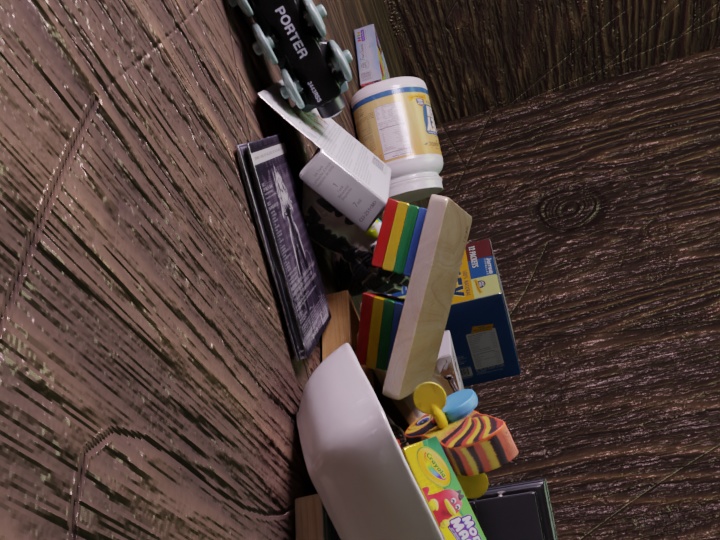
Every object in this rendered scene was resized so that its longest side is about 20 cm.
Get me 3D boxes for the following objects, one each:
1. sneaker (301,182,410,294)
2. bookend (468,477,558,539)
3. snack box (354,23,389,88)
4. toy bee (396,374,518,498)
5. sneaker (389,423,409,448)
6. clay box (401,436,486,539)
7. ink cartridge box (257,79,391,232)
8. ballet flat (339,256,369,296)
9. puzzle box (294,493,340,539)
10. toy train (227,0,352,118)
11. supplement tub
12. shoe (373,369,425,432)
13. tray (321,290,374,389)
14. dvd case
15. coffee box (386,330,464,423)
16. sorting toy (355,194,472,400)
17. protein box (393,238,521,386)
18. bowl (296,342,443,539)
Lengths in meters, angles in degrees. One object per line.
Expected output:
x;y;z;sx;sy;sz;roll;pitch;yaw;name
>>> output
0.003;-0.046;1.041;0.200;0.077;0.080;43;18;-37;sneaker
0.153;0.334;1.147;0.200;0.195;0.094;43;36;-72;bookend
0.033;-0.412;1.894;0.143;0.052;0.202;69;12;-48;snack box
0.092;0.186;0.942;0.132;0.108;0.200;59;-7;11;toy bee
0.049;0.276;0.996;0.076;0.069;0.202;73;10;-49;sneaker
0.083;0.282;0.867;0.202;0.047;0.115;63;-30;24;clay box
-0.043;-0.134;0.977;0.173;0.044;0.200;38;15;-8;ink cartridge box
0.000;0.000;1.179;0.058;0.066;0.200;-64;171;5;ballet flat
-0.019;0.298;0.692;0.134;0.025;0.202;67;14;-46;puzzle box
-0.076;-0.255;0.913;0.202;0.084;0.114;60;3;-23;toy train
0.069;-0.231;1.582;0.145;0.142;0.204;15;62;-79;supplement tub
0.055;0.153;1.077;0.201;0.053;0.070;57;-17;28;shoe
-0.012;0.130;0.933;0.202;0.036;0.099;-92;166;-45;tray
-0.071;-0.029;0.855;0.149;0.016;0.203;-60;137;-76;dvd case
0.098;0.203;1.263;0.080;0.112;0.203;-81;157;-67;coffee box
0.053;0.023;0.945;0.200;0.068;0.202;9;95;-76;sorting toy
0.155;0.085;1.500;0.136;0.195;0.202;-93;166;-49;protein box
0.009;0.179;0.733;0.202;0.074;0.200;65;-3;-16;bowl
